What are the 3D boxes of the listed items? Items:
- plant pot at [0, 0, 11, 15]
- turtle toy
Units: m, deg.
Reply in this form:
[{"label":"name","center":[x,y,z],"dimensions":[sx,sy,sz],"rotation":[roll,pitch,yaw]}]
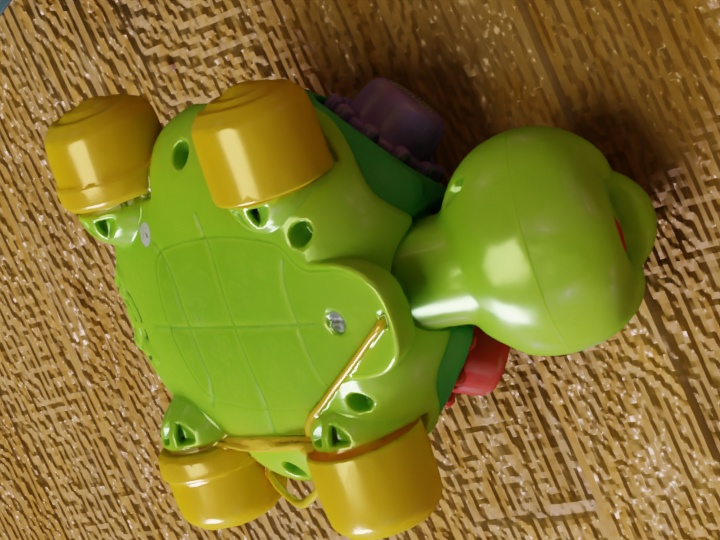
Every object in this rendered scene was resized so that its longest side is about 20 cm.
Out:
[{"label":"plant pot","center":[-0.168,-0.131,0.936],"dimensions":[0.134,0.200,0.200],"rotation":[36,144,-14]},{"label":"turtle toy","center":[0.000,0.000,0.881],"dimensions":[0.200,0.101,0.146],"rotation":[-2,112,48]}]
